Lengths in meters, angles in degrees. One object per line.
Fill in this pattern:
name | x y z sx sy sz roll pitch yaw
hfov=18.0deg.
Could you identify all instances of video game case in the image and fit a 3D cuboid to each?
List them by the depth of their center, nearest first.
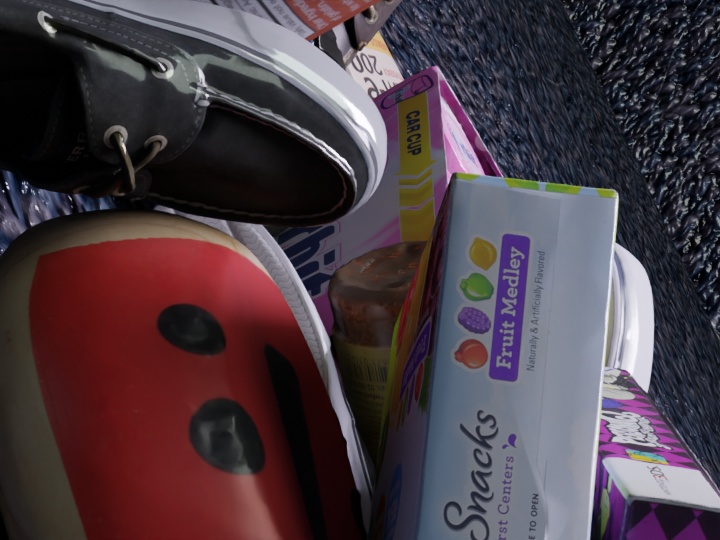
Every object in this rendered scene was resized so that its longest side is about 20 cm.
video game case | 0.063 0.143 0.701 0.181 0.036 0.202 -104 -155 -80

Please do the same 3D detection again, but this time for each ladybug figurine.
ladybug figurine | -0.047 0.061 0.656 0.136 0.072 0.201 39 28 -50

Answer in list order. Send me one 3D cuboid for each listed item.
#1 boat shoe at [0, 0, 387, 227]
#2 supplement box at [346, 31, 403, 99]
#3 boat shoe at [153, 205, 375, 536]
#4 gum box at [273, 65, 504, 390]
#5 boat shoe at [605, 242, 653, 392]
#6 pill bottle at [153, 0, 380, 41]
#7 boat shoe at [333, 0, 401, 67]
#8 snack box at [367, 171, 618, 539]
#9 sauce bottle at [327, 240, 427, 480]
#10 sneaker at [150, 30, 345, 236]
boat shoe | -0.085 -0.049 0.655 0.199 0.069 0.057 20 41 -18
supplement box | -0.029 -0.097 1.119 0.201 0.073 0.126 63 12 4
boat shoe | -0.030 0.074 0.770 0.071 0.072 0.201 81 -12 -78
gum box | 0.000 0.000 0.920 0.066 0.113 0.200 57 13 -20
boat shoe | 0.057 0.072 0.887 0.062 0.072 0.201 35 68 -36
pill bottle | -0.057 -0.114 0.720 0.113 0.199 0.112 57 13 -21
boat shoe | -0.015 -0.137 1.006 0.074 0.073 0.201 44 42 -23
snack box | 0.029 0.090 0.655 0.142 0.053 0.202 105 -8 -70
sauce bottle | 0.034 0.091 0.811 0.066 0.065 0.202 -82 164 -71
sneaker | -0.051 -0.096 0.912 0.075 0.078 0.202 29 67 -46
